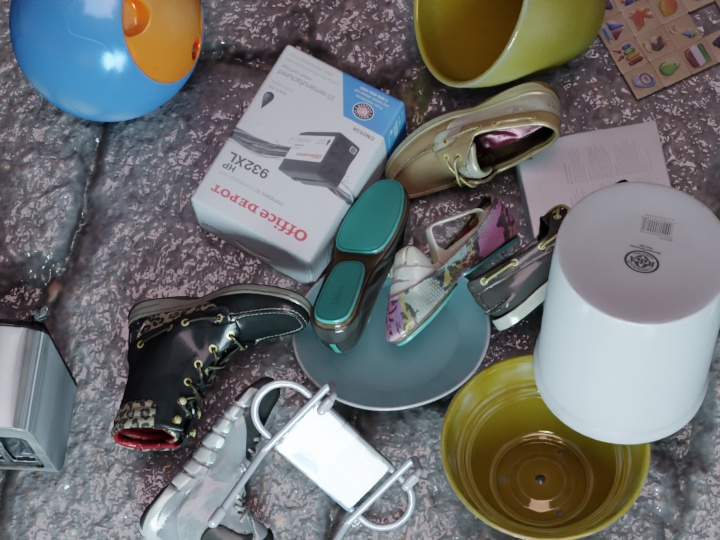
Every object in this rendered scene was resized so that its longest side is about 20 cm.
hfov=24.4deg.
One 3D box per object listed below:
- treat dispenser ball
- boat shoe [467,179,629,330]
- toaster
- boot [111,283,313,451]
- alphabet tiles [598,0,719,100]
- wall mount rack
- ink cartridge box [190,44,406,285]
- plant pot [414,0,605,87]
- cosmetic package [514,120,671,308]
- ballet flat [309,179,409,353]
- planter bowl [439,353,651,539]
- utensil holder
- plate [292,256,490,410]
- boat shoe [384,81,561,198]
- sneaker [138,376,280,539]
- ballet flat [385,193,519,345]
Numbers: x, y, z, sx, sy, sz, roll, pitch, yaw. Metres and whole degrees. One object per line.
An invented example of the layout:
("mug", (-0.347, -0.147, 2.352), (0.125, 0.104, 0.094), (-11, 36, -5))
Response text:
("treat dispenser ball", (-0.261, -0.254, 1.715), (0.200, 0.201, 0.202), (0, 71, 1))
("boat shoe", (0.195, -0.028, 1.639), (0.201, 0.072, 0.061), (-41, 95, -7))
("toaster", (-0.377, 0.117, 1.597), (0.180, 0.200, 0.119), (2, 67, 1))
("boot", (-0.148, 0.097, 1.627), (0.203, 0.074, 0.154), (-7, 54, 22))
("alphabet tiles", (0.328, -0.302, 1.819), (0.167, 0.008, 0.201), (-25, 72, -6))
("wall mount rack", (-0.044, 0.208, 1.592), (0.200, 0.075, 0.174), (42, 98, -12))
("ink cartridge box", (-0.062, -0.109, 1.723), (0.145, 0.084, 0.200), (28, 75, 10))
("plant pot", (0.169, -0.283, 1.726), (0.142, 0.200, 0.201), (4, 68, -32))
("cosmetic package", (0.249, -0.044, 1.711), (0.150, 0.052, 0.201), (-8, 72, -2))
("ballet flat", (0.000, 0.000, 1.666), (0.068, 0.069, 0.200), (10, 53, 24))
("planter bowl", (0.176, 0.187, 1.608), (0.199, 0.084, 0.201), (-1, 56, 1))
("utensil holder", (0.249, 0.040, 1.533), (0.169, 0.200, 0.171), (-1, 56, 1))
("plate", (0.031, 0.065, 1.669), (0.199, 0.026, 0.201), (-2, 50, 3))
("boat shoe", (0.114, -0.123, 1.697), (0.200, 0.074, 0.067), (-29, 40, 20))
("sneaker", (-0.116, 0.210, 1.631), (0.115, 0.075, 0.200), (38, 85, 7))
("ballet flat", (0.079, -0.009, 1.660), (0.200, 0.069, 0.071), (-42, 105, -28))
